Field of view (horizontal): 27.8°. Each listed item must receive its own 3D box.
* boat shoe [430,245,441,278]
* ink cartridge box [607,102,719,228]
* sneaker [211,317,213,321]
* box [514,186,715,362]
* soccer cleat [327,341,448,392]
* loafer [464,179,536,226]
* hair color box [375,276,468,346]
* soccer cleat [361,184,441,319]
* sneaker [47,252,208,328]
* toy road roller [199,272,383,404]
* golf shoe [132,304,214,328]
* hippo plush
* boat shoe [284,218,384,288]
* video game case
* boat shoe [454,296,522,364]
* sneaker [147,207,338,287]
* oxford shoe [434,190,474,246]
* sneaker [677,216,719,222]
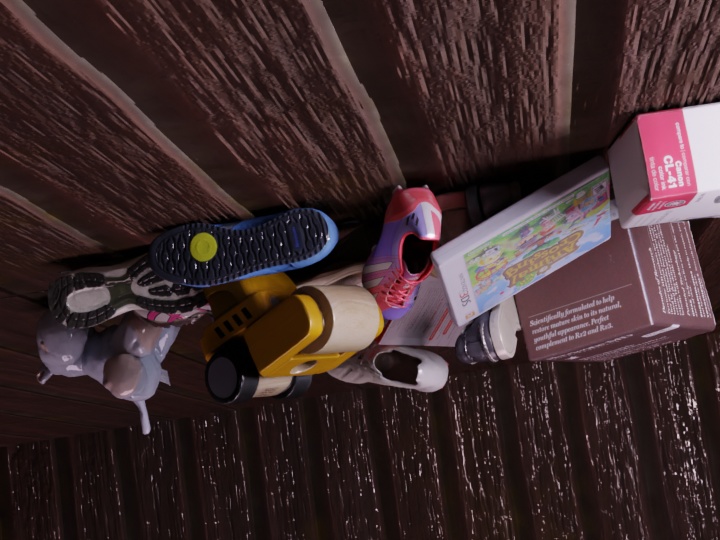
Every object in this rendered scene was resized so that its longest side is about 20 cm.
[{"bbox_3d":[0.127,-0.011,1.753,0.062,0.074,0.199,-19,167,37],"label":"boat shoe"},{"bbox_3d":[0.347,-0.104,1.371,0.198,0.087,0.148,-7,170,-1],"label":"ink cartridge box"},{"bbox_3d":[-0.089,0.013,1.733,0.197,0.081,0.115,-6,159,8],"label":"sneaker"},{"bbox_3d":[0.294,0.010,1.720,0.165,0.166,0.199,-19,166,32],"label":"box"},{"bbox_3d":[0.021,0.114,1.855,0.198,0.070,0.077,8,176,36],"label":"soccer cleat"},{"bbox_3d":[0.178,-0.057,1.556,0.062,0.073,0.199,-19,165,25],"label":"loafer"},{"bbox_3d":[0.084,0.035,1.855,0.064,0.112,0.199,39,-162,32],"label":"hair color box"},{"bbox_3d":[0.044,-0.003,1.510,0.066,0.077,0.201,-2,140,-14],"label":"soccer cleat"},{"bbox_3d":[-0.246,0.007,1.620,0.198,0.078,0.089,-8,-163,-1],"label":"sneaker"},{"bbox_3d":[-0.088,0.046,1.548,0.199,0.147,0.122,-34,160,33],"label":"toy road roller"},{"bbox_3d":[-0.198,0.017,1.699,0.198,0.073,0.093,0,132,32],"label":"golf shoe"},{"bbox_3d":[-0.323,0.085,1.841,0.159,0.161,0.200,19,161,7],"label":"hippo plush"},{"bbox_3d":[0.000,0.000,1.620,0.198,0.073,0.065,-20,126,18],"label":"boat shoe"},{"bbox_3d":[0.172,-0.026,1.516,0.199,0.022,0.182,-30,156,-2],"label":"video game case"},{"bbox_3d":[0.145,0.054,1.665,0.062,0.073,0.200,-18,-166,16],"label":"boat shoe"},{"bbox_3d":[-0.120,-0.020,1.514,0.198,0.067,0.078,-10,174,6],"label":"sneaker"},{"bbox_3d":[0.121,-0.036,1.602,0.070,0.075,0.200,-12,170,21],"label":"oxford shoe"},{"bbox_3d":[0.369,-0.092,1.486,0.198,0.076,0.114,-11,173,32],"label":"sneaker"}]
